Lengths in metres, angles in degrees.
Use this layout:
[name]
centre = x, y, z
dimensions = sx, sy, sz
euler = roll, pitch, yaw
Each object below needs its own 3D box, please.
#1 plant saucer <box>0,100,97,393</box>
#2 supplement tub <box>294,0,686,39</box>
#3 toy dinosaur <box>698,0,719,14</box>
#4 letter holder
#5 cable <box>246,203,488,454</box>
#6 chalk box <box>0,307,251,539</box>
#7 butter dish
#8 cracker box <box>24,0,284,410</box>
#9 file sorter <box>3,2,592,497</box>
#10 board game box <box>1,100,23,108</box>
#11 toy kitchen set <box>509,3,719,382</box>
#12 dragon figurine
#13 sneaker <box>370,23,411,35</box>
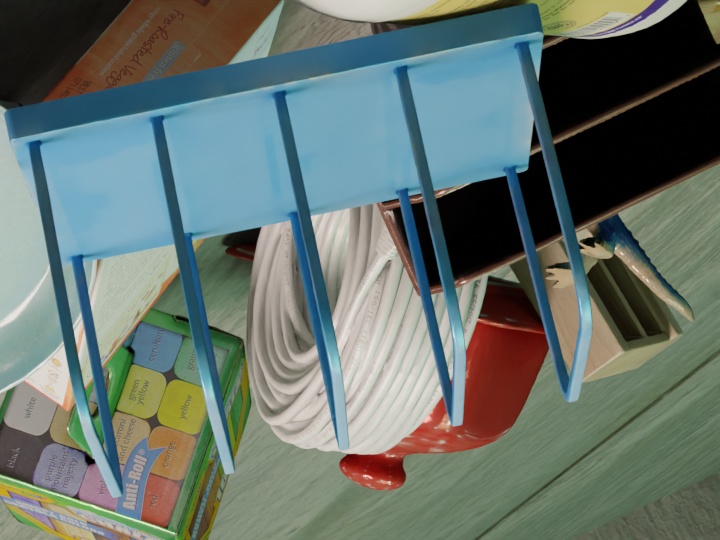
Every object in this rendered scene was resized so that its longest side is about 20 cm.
[plant saucer]
centre = -0.209, -0.016, 1.052
dimensions = 0.199, 0.028, 0.201
euler = -1, 132, -1
[supplement tub]
centre = 0.037, -0.164, 0.950
dimensions = 0.199, 0.146, 0.145
euler = -1, 150, -45
[toy dinosaur]
centre = 0.139, -0.129, 1.415
dimensions = 0.200, 0.058, 0.101
euler = -36, 145, -15
[letter holder]
centre = 0.112, -0.076, 1.211
dimensions = 0.199, 0.101, 0.142
euler = -25, -176, -14
[cable]
centre = 0.000, 0.000, 1.382
dimensions = 0.069, 0.200, 0.201
euler = 11, 112, -22
[chalk box]
centre = -0.139, 0.090, 1.464
dimensions = 0.200, 0.123, 0.125
euler = 93, 16, -75
[butter dish]
centre = 0.023, 0.065, 1.595
dimensions = 0.198, 0.149, 0.200
euler = 14, -178, 22
[cracker box]
centre = -0.108, -0.041, 1.154
dimensions = 0.134, 0.058, 0.200
euler = -53, 173, -32
[file sorter]
centre = -0.019, -0.001, 0.960
dimensions = 0.199, 0.123, 0.139
euler = -11, 160, -3
[board game box]
centre = -0.253, -0.008, 1.154
dimensions = 0.200, 0.045, 0.134
euler = -35, 165, 21
[toy kitchen set]
centre = 0.198, -0.067, 1.557
dimensions = 0.200, 0.181, 0.163
euler = -38, 165, 30
[dragon figurine]
centre = 0.121, -0.049, 1.460
dimensions = 0.059, 0.199, 0.100
euler = 119, -8, -58
[sneaker]
centre = 0.019, -0.151, 1.141
dimensions = 0.087, 0.074, 0.200
euler = -24, 160, -21
